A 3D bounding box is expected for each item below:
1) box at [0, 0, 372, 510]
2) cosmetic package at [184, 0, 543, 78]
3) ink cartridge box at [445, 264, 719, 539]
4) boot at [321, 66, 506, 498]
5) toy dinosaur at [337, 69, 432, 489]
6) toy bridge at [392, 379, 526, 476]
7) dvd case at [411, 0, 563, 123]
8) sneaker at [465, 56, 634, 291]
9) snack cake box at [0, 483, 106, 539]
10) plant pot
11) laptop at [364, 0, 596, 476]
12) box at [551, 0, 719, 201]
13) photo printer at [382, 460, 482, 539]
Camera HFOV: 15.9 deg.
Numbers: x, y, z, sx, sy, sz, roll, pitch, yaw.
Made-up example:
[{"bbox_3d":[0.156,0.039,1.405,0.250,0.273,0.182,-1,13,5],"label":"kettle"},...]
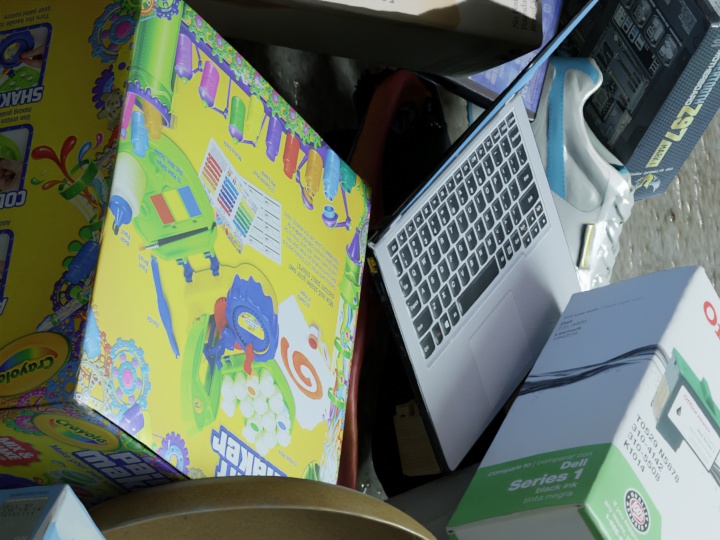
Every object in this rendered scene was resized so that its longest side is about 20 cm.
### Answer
[{"bbox_3d":[-0.100,0.012,1.093,0.200,0.122,0.193,44,46,-51],"label":"box"},{"bbox_3d":[-0.008,-0.164,1.282,0.200,0.071,0.105,5,76,-35],"label":"cosmetic package"},{"bbox_3d":[0.139,0.113,1.272,0.146,0.084,0.200,58,38,-22],"label":"ink cartridge box"},{"bbox_3d":[0.024,0.007,1.376,0.200,0.076,0.168,-77,151,-46],"label":"boot"},{"bbox_3d":[0.000,0.000,1.252,0.105,0.200,0.182,4,124,-52],"label":"toy dinosaur"},{"bbox_3d":[0.089,0.055,1.360,0.200,0.027,0.067,-14,94,-48],"label":"toy bridge"},{"bbox_3d":[0.028,-0.179,1.369,0.200,0.018,0.143,24,70,-29],"label":"dvd case"},{"bbox_3d":[0.116,-0.020,1.437,0.077,0.081,0.200,-58,135,-77],"label":"sneaker"},{"bbox_3d":[-0.126,0.177,1.011,0.200,0.115,0.067,62,34,-35],"label":"snack cake box"},{"bbox_3d":[-0.058,0.133,1.071,0.200,0.200,0.028,42,35,-51],"label":"plant pot"},{"bbox_3d":[0.093,-0.036,1.247,0.187,0.116,0.200,-46,123,-52],"label":"laptop"},{"bbox_3d":[0.140,-0.163,1.483,0.051,0.158,0.200,-10,57,-30],"label":"box"},{"bbox_3d":[0.044,0.189,1.296,0.200,0.069,0.167,-20,103,-33],"label":"photo printer"}]
